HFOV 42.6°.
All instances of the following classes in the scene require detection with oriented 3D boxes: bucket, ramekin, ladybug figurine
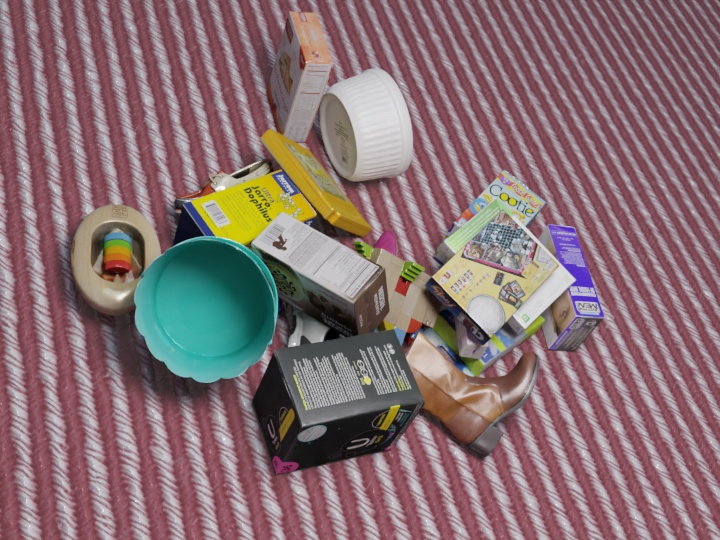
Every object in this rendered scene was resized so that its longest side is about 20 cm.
[{"bbox_3d":[-0.218,0.049,1.337,0.204,0.135,0.211,-1,96,-6],"label":"bucket"},{"bbox_3d":[0.004,-0.259,1.689,0.104,0.201,0.202,-18,62,-22],"label":"ramekin"},{"bbox_3d":[-0.375,-0.013,1.417,0.134,0.072,0.202,7,53,-17],"label":"ladybug figurine"}]

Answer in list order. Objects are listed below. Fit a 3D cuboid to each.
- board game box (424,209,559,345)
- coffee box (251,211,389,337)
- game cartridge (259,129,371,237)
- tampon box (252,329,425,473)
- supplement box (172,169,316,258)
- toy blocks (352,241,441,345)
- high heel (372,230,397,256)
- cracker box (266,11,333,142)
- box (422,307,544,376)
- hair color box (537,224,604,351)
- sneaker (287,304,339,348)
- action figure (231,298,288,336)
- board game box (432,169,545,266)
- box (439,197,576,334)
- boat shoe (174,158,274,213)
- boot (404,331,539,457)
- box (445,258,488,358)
[{"bbox_3d":[0.216,0.008,1.504,0.136,0.035,0.200,46,59,7],"label":"board game box"},{"bbox_3d":[-0.059,0.012,1.396,0.199,0.114,0.080,29,60,24],"label":"coffee box"},{"bbox_3d":[-0.074,-0.150,1.608,0.200,0.032,0.176,49,11,18],"label":"game cartridge"},{"bbox_3d":[-0.035,0.192,1.350,0.197,0.151,0.127,-7,56,-27],"label":"tampon box"},{"bbox_3d":[-0.189,-0.066,1.511,0.199,0.109,0.110,-25,66,-35],"label":"supplement box"},{"bbox_3d":[0.053,0.058,1.501,0.199,0.099,0.138,28,77,-31],"label":"toy blocks"},{"bbox_3d":[0.000,0.000,1.570,0.095,0.067,0.202,26,61,-15],"label":"high heel"},{"bbox_3d":[-0.116,-0.354,1.704,0.057,0.201,0.135,-2,54,-23],"label":"cracker box"},{"bbox_3d":[0.212,0.096,1.596,0.199,0.048,0.122,-29,68,-37],"label":"box"},{"bbox_3d":[0.363,0.031,1.669,0.064,0.110,0.202,4,52,-20],"label":"hair color box"},{"bbox_3d":[-0.067,0.078,1.462,0.079,0.074,0.202,-12,57,18],"label":"sneaker"},{"bbox_3d":[-0.142,0.043,1.491,0.065,0.052,0.201,23,47,3],"label":"action figure"},{"bbox_3d":[0.238,-0.076,1.702,0.103,0.105,0.200,39,49,9],"label":"board game box"},{"bbox_3d":[0.250,-0.010,1.570,0.144,0.036,0.200,-37,81,-26],"label":"box"},{"bbox_3d":[-0.229,-0.140,1.567,0.198,0.063,0.071,-19,27,-35],"label":"boat shoe"},{"bbox_3d":[0.166,0.164,1.469,0.199,0.068,0.189,36,89,0],"label":"boot"},{"bbox_3d":[0.178,0.053,1.557,0.038,0.042,0.202,9,49,-16],"label":"box"}]
